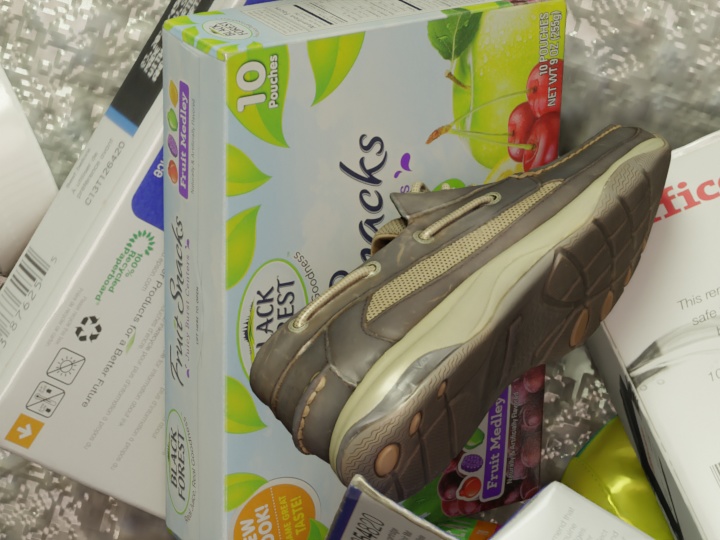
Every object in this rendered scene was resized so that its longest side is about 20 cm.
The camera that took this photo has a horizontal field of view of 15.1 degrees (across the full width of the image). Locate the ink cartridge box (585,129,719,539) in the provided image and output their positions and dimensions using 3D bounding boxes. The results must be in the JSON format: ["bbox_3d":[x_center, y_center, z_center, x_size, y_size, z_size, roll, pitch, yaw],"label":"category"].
[{"bbox_3d":[0.173,0.046,0.990,0.144,0.084,0.201,-21,58,-2],"label":"ink cartridge box"}]

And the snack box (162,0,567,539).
[{"bbox_3d":[0.000,0.000,0.988,0.141,0.053,0.201,-12,116,-28],"label":"snack box"}]

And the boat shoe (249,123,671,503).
[{"bbox_3d":[0.037,-0.002,0.924,0.073,0.200,0.075,31,133,20],"label":"boat shoe"}]

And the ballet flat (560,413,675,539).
[{"bbox_3d":[0.172,0.116,1.059,0.199,0.067,0.067,30,80,-3],"label":"ballet flat"}]

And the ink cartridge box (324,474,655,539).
[{"bbox_3d":[0.079,0.131,0.918,0.199,0.200,0.041,30,71,3],"label":"ink cartridge box"}]

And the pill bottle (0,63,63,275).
[{"bbox_3d":[-0.215,-0.011,1.008,0.199,0.110,0.110,-25,95,-8],"label":"pill bottle"}]

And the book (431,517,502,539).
[{"bbox_3d":[0.099,0.174,1.033,0.199,0.048,0.134,12,106,10],"label":"book"}]

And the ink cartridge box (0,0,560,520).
[{"bbox_3d":[-0.029,0.007,1.032,0.200,0.047,0.198,28,93,-40],"label":"ink cartridge box"}]
